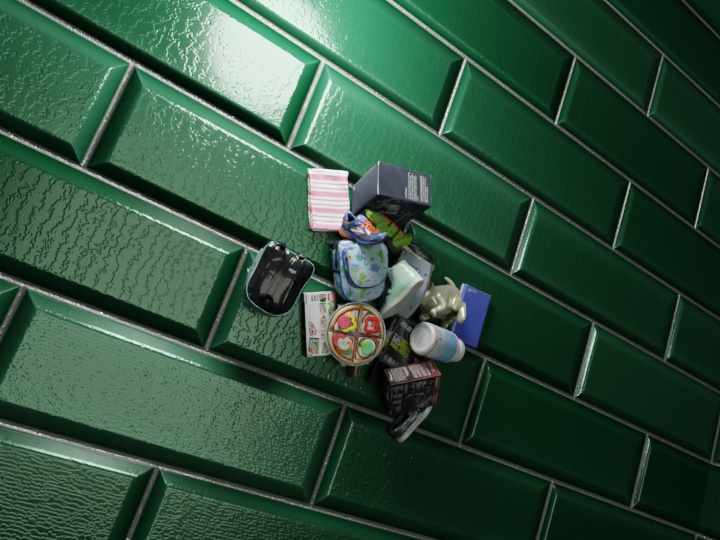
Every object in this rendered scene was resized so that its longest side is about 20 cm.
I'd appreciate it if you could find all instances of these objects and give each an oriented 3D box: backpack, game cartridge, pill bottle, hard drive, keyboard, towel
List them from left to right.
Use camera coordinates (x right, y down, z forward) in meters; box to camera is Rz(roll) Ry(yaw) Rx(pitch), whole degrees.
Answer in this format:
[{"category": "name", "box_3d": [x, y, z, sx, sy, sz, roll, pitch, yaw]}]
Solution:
[{"category": "backpack", "box_3d": [-0.257, 0.038, 1.556, 0.174, 0.153, 0.203, 31, 66, -18]}, {"category": "towel", "box_3d": [-0.100, -0.231, 1.709, 0.144, 0.030, 0.205, -2, 89, -26]}, {"category": "backpack", "box_3d": [0.000, 0.000, 1.684, 0.180, 0.147, 0.204, -4, 93, -22]}, {"category": "keyboard", "box_3d": [0.071, 0.283, 1.757, 0.127, 0.020, 0.203, 43, 68, -46]}, {"category": "game cartridge", "box_3d": [0.158, 0.050, 1.750, 0.041, 0.132, 0.203, 12, 105, -64]}, {"category": "pill bottle", "box_3d": [0.265, 0.250, 1.767, 0.198, 0.108, 0.111, 24, 77, -40]}, {"category": "hard drive", "box_3d": [0.405, 0.169, 1.935, 0.130, 0.025, 0.203, 23, 79, -23]}]

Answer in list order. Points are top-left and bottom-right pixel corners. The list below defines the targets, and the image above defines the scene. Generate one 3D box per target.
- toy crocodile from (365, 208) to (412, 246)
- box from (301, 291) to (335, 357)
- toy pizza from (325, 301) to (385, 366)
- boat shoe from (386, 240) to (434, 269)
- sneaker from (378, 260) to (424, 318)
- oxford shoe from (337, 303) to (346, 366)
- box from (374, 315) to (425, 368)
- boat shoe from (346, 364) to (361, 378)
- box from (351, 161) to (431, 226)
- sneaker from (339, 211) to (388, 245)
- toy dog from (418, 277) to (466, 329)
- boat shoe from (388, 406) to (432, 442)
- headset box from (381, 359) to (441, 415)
[{"category": "toy crocodile", "box_3d": [0.092, -0.138, 1.693, 0.199, 0.068, 0.062, 37, 100, -31]}, {"category": "box", "box_3d": [-0.132, 0.171, 1.675, 0.108, 0.035, 0.205, -2, 89, -25]}, {"category": "toy pizza", "box_3d": [-0.012, 0.202, 1.646, 0.196, 0.032, 0.205, -1, 93, -14]}, {"category": "boat shoe", "box_3d": [0.177, -0.066, 1.809, 0.198, 0.075, 0.063, 33, 60, -10]}, {"category": "sneaker", "box_3d": [0.110, 0.060, 1.718, 0.201, 0.119, 0.073, -48, 150, 19]}, {"category": "oxford shoe", "box_3d": [-0.046, 0.210, 1.690, 0.056, 0.075, 0.204, 0, 84, 6]}, {"category": "box", "box_3d": [0.145, 0.270, 1.767, 0.200, 0.044, 0.162, 41, 71, -37]}, {"category": "boat shoe", "box_3d": [0.005, 0.254, 1.717, 0.071, 0.075, 0.204, 13, 85, -27]}, {"category": "box", "box_3d": [0.098, -0.242, 1.701, 0.197, 0.196, 0.120, 10, 71, -24]}, {"category": "sneaker", "box_3d": [0.006, -0.131, 1.631, 0.075, 0.198, 0.080, -20, 121, -44]}, {"category": "toy dog", "box_3d": [0.259, 0.091, 1.810, 0.197, 0.139, 0.197, 24, 69, -22]}, {"category": "boat shoe", "box_3d": [0.174, 0.491, 1.792, 0.200, 0.072, 0.068, -46, 108, -12]}, {"category": "headset box", "box_3d": [0.175, 0.388, 1.735, 0.196, 0.078, 0.151, -9, 127, -15]}]
